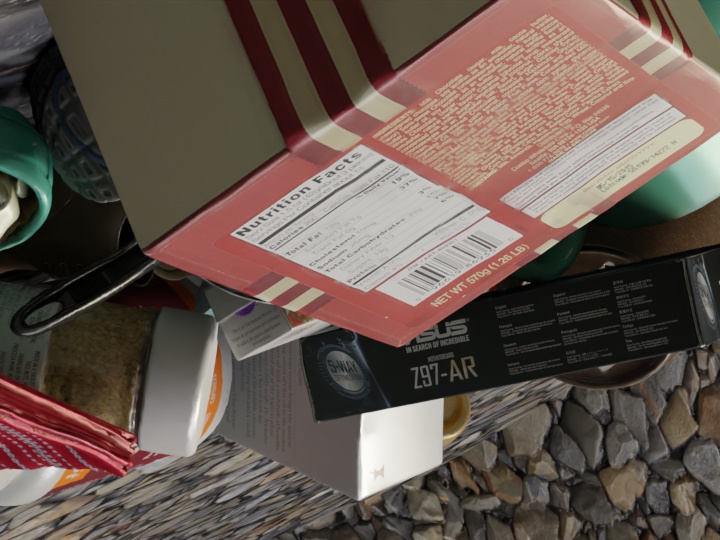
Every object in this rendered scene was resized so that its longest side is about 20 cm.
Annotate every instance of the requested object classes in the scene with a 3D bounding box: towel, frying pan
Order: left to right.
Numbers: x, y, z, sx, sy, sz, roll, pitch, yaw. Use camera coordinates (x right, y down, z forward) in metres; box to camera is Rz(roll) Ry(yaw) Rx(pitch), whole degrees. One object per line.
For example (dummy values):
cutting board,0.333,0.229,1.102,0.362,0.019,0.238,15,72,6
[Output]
towel,-0.216,0.065,1.112,0.200,0.023,0.145,-4,156,38
frying pan,-0.076,-0.035,1.098,0.190,0.115,0.031,-5,154,-29

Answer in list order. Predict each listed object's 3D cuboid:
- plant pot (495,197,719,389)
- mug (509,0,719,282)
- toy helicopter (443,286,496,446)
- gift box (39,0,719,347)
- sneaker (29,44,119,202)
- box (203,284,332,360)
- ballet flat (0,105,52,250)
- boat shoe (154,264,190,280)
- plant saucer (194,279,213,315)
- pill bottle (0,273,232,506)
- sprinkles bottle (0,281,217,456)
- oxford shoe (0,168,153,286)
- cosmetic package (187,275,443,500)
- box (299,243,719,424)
plant pot,0.146,-0.025,1.396,0.187,0.187,0.200,-32,-160,28
mug,0.119,-0.100,1.175,0.152,0.185,0.114,-16,142,28
toy helicopter,0.045,0.012,1.488,0.132,0.200,0.079,6,156,-23
gift box,0.000,-0.097,0.825,0.184,0.187,0.200,-32,154,16
sneaker,-0.067,-0.093,1.042,0.087,0.075,0.200,-26,173,-47
box,0.000,0.000,1.204,0.041,0.039,0.200,-28,175,35
ballet flat,-0.220,-0.007,1.045,0.200,0.070,0.067,-28,131,-11
boat shoe,-0.046,-0.066,1.256,0.068,0.075,0.200,-34,180,-44
plant saucer,-0.002,-0.026,1.291,0.200,0.027,0.200,-27,175,-2
pill bottle,-0.170,0.063,1.331,0.114,0.114,0.200,-34,169,33
sprinkles bottle,-0.169,0.037,1.148,0.200,0.068,0.068,10,167,-1
oxford shoe,-0.144,-0.020,1.172,0.200,0.085,0.073,-29,172,22
cosmetic package,-0.045,0.047,1.433,0.071,0.102,0.200,-19,-151,-41
box,0.089,0.029,1.227,0.200,0.044,0.160,-12,180,21
